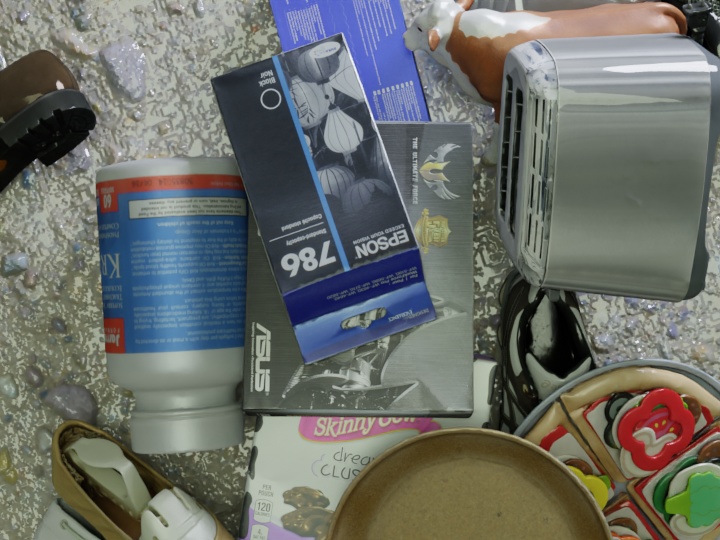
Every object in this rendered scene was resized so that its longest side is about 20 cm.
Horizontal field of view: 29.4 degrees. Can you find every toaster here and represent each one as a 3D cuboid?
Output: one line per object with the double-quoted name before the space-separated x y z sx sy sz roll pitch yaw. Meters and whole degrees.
"toaster" 0.159 -0.075 0.893 0.127 0.114 0.203 -1 113 -6

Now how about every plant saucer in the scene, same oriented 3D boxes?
"plant saucer" 0.074 0.201 0.926 0.197 0.035 0.203 1 97 9

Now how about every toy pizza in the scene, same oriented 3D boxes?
"toy pizza" 0.186 0.156 0.961 0.197 0.032 0.203 -6 115 -12

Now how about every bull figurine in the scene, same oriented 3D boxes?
"bull figurine" 0.129 -0.140 0.966 0.197 0.122 0.066 -2 45 8

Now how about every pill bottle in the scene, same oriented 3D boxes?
"pill bottle" -0.129 0.025 0.979 0.110 0.112 0.203 -4 89 2

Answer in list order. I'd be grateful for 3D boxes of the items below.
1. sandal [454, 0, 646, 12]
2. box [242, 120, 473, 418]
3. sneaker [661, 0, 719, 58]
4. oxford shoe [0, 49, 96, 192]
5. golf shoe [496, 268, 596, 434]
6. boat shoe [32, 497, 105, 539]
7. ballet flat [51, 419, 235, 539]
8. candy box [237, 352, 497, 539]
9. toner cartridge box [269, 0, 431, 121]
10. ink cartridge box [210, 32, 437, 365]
"sandal" 0.150 -0.216 0.999 0.204 0.059 0.080 -19 94 24
"box" 0.000 0.000 0.944 0.156 0.048 0.203 1 79 3
"sneaker" 0.306 -0.175 0.982 0.197 0.076 0.116 21 92 5
"oxford shoe" -0.296 -0.095 1.017 0.198 0.073 0.085 -30 72 0
"golf shoe" 0.133 0.098 0.978 0.077 0.094 0.203 -10 91 1
"boat shoe" -0.150 0.226 0.998 0.198 0.074 0.068 20 93 3
"ballet flat" -0.153 0.169 0.962 0.199 0.064 0.068 27 48 31
"candy box" 0.003 0.148 0.993 0.165 0.072 0.203 9 90 3
"toner cartridge box" -0.001 -0.131 1.009 0.094 0.043 0.203 -14 89 1
"ink cartridge box" -0.024 -0.049 0.911 0.098 0.039 0.202 -20 78 -3
